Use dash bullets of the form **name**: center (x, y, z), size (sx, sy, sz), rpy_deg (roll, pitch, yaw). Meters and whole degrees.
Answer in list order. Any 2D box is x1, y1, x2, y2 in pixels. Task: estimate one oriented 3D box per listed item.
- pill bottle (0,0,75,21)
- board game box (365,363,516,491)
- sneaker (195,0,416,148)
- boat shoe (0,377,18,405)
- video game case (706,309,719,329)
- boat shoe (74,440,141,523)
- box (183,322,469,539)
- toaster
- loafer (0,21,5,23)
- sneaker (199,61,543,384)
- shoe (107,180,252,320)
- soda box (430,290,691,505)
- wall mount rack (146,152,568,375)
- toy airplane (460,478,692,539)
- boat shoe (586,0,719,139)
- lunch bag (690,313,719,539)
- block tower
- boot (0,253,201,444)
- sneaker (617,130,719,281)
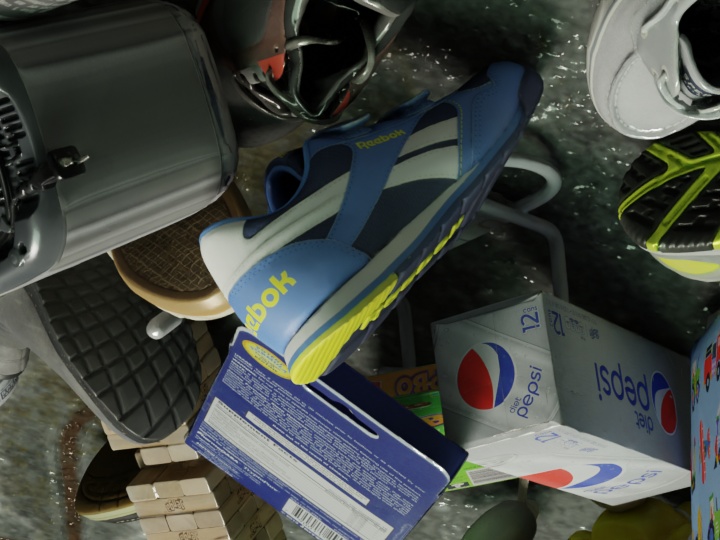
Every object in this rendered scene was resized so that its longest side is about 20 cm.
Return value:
- **pill bottle**: center (-0.123, -0.166, 1.116), size (0.199, 0.114, 0.113), rpy_deg (-15, 139, 34)
- **board game box**: center (0.031, 0.085, 1.453), size (0.095, 0.030, 0.200), rpy_deg (-11, 164, 6)
- **sneaker**: center (-0.031, -0.098, 1.218), size (0.077, 0.082, 0.200), rpy_deg (21, 146, -14)
- **boat shoe**: center (-0.290, 0.050, 1.552), size (0.199, 0.069, 0.057), rpy_deg (-5, 136, 16)
- **video game case**: center (0.294, 0.046, 1.389), size (0.199, 0.018, 0.143), rpy_deg (27, 144, -22)
- **boat shoe**: center (-0.082, 0.110, 1.560), size (0.199, 0.074, 0.065), rpy_deg (-22, 129, 41)
- **box**: center (-0.017, 0.080, 1.318), size (0.121, 0.032, 0.200), rpy_deg (36, 160, 2)
- **toaster**: center (-0.144, -0.054, 1.202), size (0.199, 0.129, 0.114), rpy_deg (-14, 95, 47)
- **loafer**: center (-0.233, -0.153, 1.210), size (0.073, 0.071, 0.200), rpy_deg (-17, 137, 37)
- **sneaker**: center (0.009, -0.040, 1.213), size (0.082, 0.200, 0.074), rpy_deg (38, 143, 9)
- **shoe**: center (-0.090, -0.025, 1.297), size (0.053, 0.070, 0.200), rpy_deg (36, -178, -36)
- **soda box**: center (0.108, 0.067, 1.366), size (0.063, 0.069, 0.200), rpy_deg (-16, 162, 25)
- **wall mount rack**: center (0.000, 0.000, 1.340), size (0.173, 0.075, 0.199), rpy_deg (16, 151, -39)
- **toy airplane**: center (0.133, 0.158, 1.502), size (0.198, 0.142, 0.199), rpy_deg (-4, 179, 0)
- **boat shoe**: center (0.150, -0.102, 1.165), size (0.072, 0.069, 0.200), rpy_deg (23, 146, -16)
- **lunch bag**: center (0.194, 0.123, 1.303), size (0.093, 0.201, 0.151), rpy_deg (13, 167, 0)
- **block tower**: center (-0.096, 0.091, 1.474), size (0.057, 0.054, 0.201), rpy_deg (-8, 111, 29)
- **boot**: center (-0.162, 0.023, 1.404), size (0.200, 0.070, 0.132), rpy_deg (53, 147, 13)
- **sneaker**: center (0.222, -0.031, 1.262), size (0.199, 0.076, 0.076), rpy_deg (2, 161, 27)
